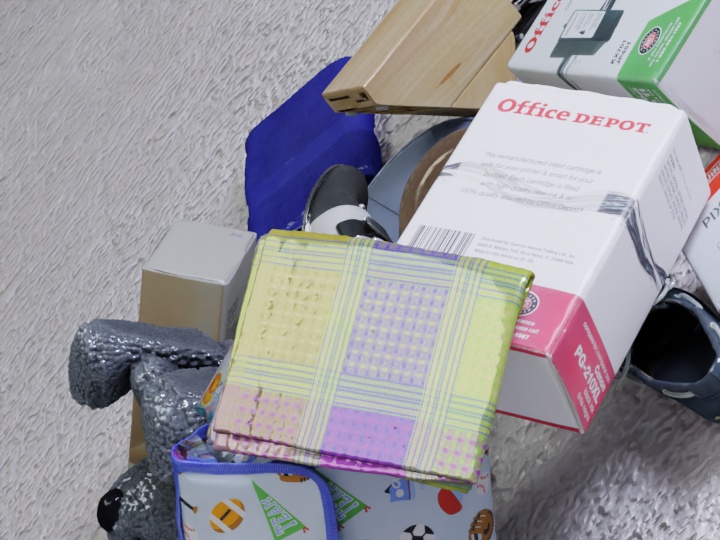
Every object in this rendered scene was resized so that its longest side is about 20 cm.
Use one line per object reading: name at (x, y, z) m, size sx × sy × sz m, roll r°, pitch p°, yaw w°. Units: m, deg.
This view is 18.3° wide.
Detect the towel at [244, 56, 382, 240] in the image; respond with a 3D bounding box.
towel at (-0.038, -0.089, 1.959) m, size 0.147 × 0.050 × 0.200 m, roll -37°, pitch 32°, yaw 21°

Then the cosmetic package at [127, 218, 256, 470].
cosmetic package at (-0.135, 0.072, 1.784) m, size 0.105 × 0.071 × 0.201 m, roll -63°, pitch -18°, yaw -64°

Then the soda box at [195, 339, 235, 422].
soda box at (-0.011, 0.117, 1.524) m, size 0.069 × 0.200 × 0.064 m, roll -60°, pitch 27°, yaw -2°

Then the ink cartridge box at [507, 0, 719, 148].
ink cartridge box at (0.213, -0.173, 1.581) m, size 0.147 × 0.083 × 0.200 m, roll -58°, pitch 26°, yaw -9°

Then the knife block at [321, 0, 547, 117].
knife block at (0.066, -0.211, 1.778) m, size 0.064 × 0.199 × 0.177 m, roll -5°, pitch 86°, yaw 57°

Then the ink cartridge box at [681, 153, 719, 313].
ink cartridge box at (0.279, -0.080, 1.426) m, size 0.200 × 0.043 × 0.174 m, roll -49°, pitch 30°, yaw 17°

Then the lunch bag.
lunch bag at (-0.017, 0.169, 1.424) m, size 0.124 × 0.199 × 0.171 m, roll -136°, pitch 38°, yaw -64°

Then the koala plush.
koala plush at (-0.125, 0.159, 1.662) m, size 0.177 × 0.183 × 0.201 m, roll 32°, pitch 111°, yaw 52°

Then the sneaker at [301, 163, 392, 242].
sneaker at (0.000, 0.000, 1.607) m, size 0.088 × 0.074 × 0.201 m, roll -6°, pitch 44°, yaw 17°

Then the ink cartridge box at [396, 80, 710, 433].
ink cartridge box at (0.111, -0.013, 1.400) m, size 0.144 × 0.085 × 0.200 m, roll 12°, pitch 56°, yaw 34°

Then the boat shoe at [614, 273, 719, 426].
boat shoe at (0.191, 0.045, 1.416) m, size 0.075 × 0.062 × 0.200 m, roll -53°, pitch 28°, yaw 6°

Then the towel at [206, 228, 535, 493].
towel at (0.002, 0.051, 1.339) m, size 0.199 × 0.023 × 0.144 m, roll 6°, pitch 75°, yaw 32°

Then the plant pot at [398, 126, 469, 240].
plant pot at (0.093, -0.038, 1.598) m, size 0.200 × 0.093 × 0.202 m, roll -28°, pitch 45°, yaw 32°

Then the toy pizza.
toy pizza at (0.055, -0.030, 1.751) m, size 0.200 × 0.032 × 0.201 m, roll -35°, pitch 38°, yaw 33°
